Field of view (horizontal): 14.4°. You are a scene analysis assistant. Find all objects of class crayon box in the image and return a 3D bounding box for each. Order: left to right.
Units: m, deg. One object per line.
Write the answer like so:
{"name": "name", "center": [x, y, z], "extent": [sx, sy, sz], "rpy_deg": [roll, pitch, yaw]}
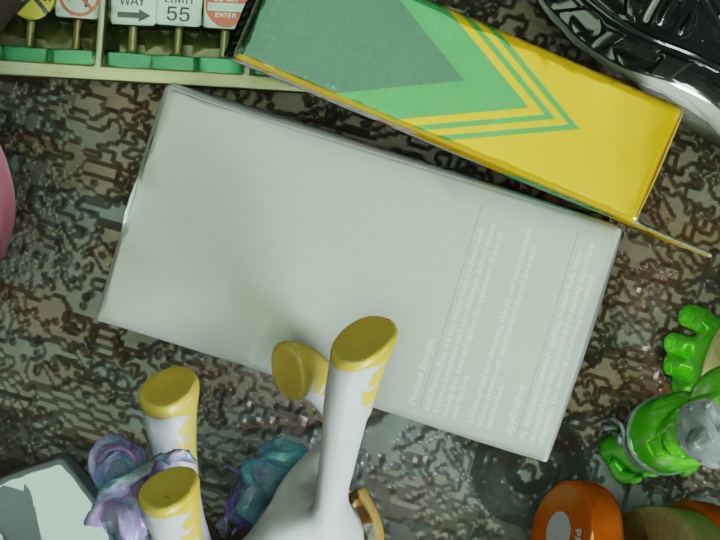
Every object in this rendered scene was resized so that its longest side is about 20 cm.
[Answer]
{"name": "crayon box", "center": [0.048, -0.070, 1.142], "extent": [0.200, 0.126, 0.052], "rpy_deg": [23, 92, -6]}

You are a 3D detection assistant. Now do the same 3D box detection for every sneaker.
{"name": "sneaker", "center": [0.131, -0.096, 1.172], "extent": [0.200, 0.079, 0.074], "rpy_deg": [39, 82, -11]}

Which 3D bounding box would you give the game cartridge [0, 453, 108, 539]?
{"name": "game cartridge", "center": [-0.174, 0.176, 1.227], "extent": [0.200, 0.040, 0.133], "rpy_deg": [-38, 93, 3]}

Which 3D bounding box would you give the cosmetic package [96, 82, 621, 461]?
{"name": "cosmetic package", "center": [0.000, 0.000, 1.191], "extent": [0.200, 0.090, 0.107], "rpy_deg": [20, 92, 4]}

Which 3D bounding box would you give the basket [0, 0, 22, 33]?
{"name": "basket", "center": [-0.228, -0.164, 1.145], "extent": [0.200, 0.180, 0.136], "rpy_deg": [32, 81, 2]}

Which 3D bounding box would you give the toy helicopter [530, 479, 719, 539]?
{"name": "toy helicopter", "center": [0.105, 0.193, 1.180], "extent": [0.079, 0.132, 0.200], "rpy_deg": [12, 113, -30]}

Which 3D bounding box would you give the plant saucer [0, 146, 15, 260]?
{"name": "plant saucer", "center": [-0.238, -0.043, 1.149], "extent": [0.200, 0.201, 0.051], "rpy_deg": [25, 54, 1]}

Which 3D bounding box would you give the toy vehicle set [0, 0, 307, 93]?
{"name": "toy vehicle set", "center": [-0.075, -0.141, 1.218], "extent": [0.200, 0.027, 0.124], "rpy_deg": [3, 92, 2]}

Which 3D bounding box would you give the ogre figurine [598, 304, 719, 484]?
{"name": "ogre figurine", "center": [0.195, 0.034, 1.166], "extent": [0.200, 0.120, 0.098], "rpy_deg": [-8, 91, 2]}

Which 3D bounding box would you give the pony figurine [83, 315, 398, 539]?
{"name": "pony figurine", "center": [-0.045, 0.132, 1.127], "extent": [0.193, 0.200, 0.166], "rpy_deg": [-37, 46, -25]}
